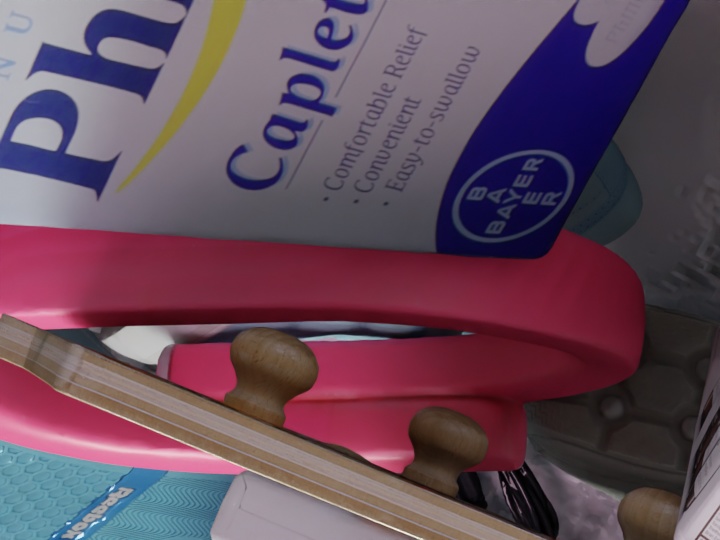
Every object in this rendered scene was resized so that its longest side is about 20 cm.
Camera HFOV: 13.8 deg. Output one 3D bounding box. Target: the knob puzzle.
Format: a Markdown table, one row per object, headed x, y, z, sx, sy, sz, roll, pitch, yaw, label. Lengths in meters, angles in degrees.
| x | y | z | sx | sy | sz | roll | pitch | yaw | label |
| --- | --- | --- | --- | --- | --- | --- | --- | --- | --- |
| 0.010 | 0.043 | 0.691 | 0.220 | 0.030 | 0.220 | 22 | 177 | 1 | knob puzzle |

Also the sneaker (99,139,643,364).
| x | y | z | sx | sy | sz | roll | pitch | yaw | label |
| --- | --- | --- | --- | --- | --- | --- | --- | --- | --- |
| 0.000 | 0.000 | 0.849 | 0.082 | 0.074 | 0.200 | 41 | 145 | -18 | sneaker |

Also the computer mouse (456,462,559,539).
| x | y | z | sx | sy | sz | roll | pitch | yaw | label |
| --- | --- | --- | --- | --- | --- | --- | --- | --- | --- |
| 0.053 | 0.115 | 0.973 | 0.059 | 0.034 | 0.200 | 6 | 128 | 30 | computer mouse |

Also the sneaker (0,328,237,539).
| x | y | z | sx | sy | sz | roll | pitch | yaw | label |
| --- | --- | --- | --- | --- | --- | --- | --- | --- | --- |
| -0.101 | 0.025 | 0.948 | 0.080 | 0.131 | 0.200 | -35 | 146 | 22 | sneaker |

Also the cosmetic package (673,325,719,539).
| x | y | z | sx | sy | sz | roll | pitch | yaw | label |
| --- | --- | --- | --- | --- | --- | --- | --- | --- | --- |
| 0.117 | 0.017 | 0.682 | 0.051 | 0.200 | 0.083 | 36 | 103 | 1 | cosmetic package |

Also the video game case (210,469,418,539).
| x | y | z | sx | sy | sz | roll | pitch | yaw | label |
| --- | --- | --- | --- | --- | --- | --- | --- | --- | --- |
| 0.076 | 0.110 | 0.726 | 0.200 | 0.022 | 0.182 | 21 | 171 | 18 | video game case |

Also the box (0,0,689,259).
| x | y | z | sx | sy | sz | roll | pitch | yaw | label |
| --- | --- | --- | --- | --- | --- | --- | --- | --- | --- |
| -0.024 | -0.103 | 0.625 | 0.200 | 0.105 | 0.184 | 3 | 132 | -29 | box |

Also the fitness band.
| x | y | z | sx | sy | sz | roll | pitch | yaw | label |
| --- | --- | --- | --- | --- | --- | --- | --- | --- | --- |
| -0.025 | 0.017 | 0.771 | 0.200 | 0.037 | 0.144 | -3 | 159 | 19 | fitness band |

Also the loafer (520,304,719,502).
| x | y | z | sx | sy | sz | roll | pitch | yaw | label |
| --- | --- | --- | --- | --- | --- | --- | --- | --- | --- |
| 0.141 | 0.058 | 0.830 | 0.200 | 0.070 | 0.070 | 21 | 170 | 12 | loafer |
